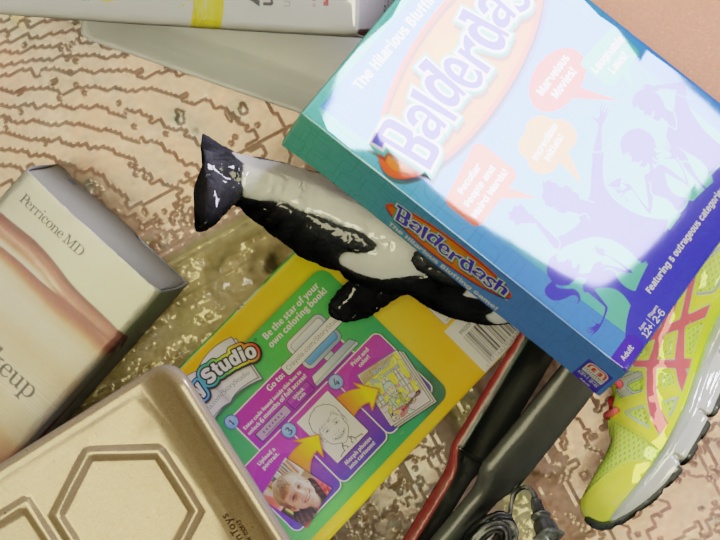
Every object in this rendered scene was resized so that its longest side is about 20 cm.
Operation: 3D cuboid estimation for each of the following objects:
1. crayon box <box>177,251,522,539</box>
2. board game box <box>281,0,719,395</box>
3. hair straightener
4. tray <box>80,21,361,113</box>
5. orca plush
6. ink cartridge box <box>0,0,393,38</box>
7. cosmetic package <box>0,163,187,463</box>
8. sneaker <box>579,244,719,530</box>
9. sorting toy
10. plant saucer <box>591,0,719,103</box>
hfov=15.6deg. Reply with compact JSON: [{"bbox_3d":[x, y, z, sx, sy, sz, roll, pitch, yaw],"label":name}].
[{"bbox_3d":[-0.019,0.058,1.382,0.119,0.058,0.200,45,71,1],"label":"crayon box"},{"bbox_3d":[0.086,-0.060,1.295,0.200,0.045,0.152,38,66,0],"label":"board game box"},{"bbox_3d":[0.064,0.124,1.359,0.077,0.041,0.200,32,84,39],"label":"hair straightener"},{"bbox_3d":[-0.042,-0.145,1.426,0.200,0.022,0.108,20,95,3],"label":"tray"},{"bbox_3d":[0.000,0.000,1.332,0.200,0.105,0.071,12,112,-34],"label":"orca plush"},{"bbox_3d":[-0.084,-0.198,1.364,0.200,0.083,0.145,5,97,11],"label":"ink cartridge box"},{"bbox_3d":[-0.200,0.049,1.420,0.103,0.087,0.200,41,96,2],"label":"cosmetic package"},{"bbox_3d":[0.155,0.041,1.399,0.090,0.078,0.200,26,85,3],"label":"sneaker"},{"bbox_3d":[-0.123,0.170,1.306,0.200,0.036,0.185,-32,92,10],"label":"sorting toy"},{"bbox_3d":[0.143,-0.140,1.357,0.200,0.037,0.200,36,95,0],"label":"plant saucer"}]
